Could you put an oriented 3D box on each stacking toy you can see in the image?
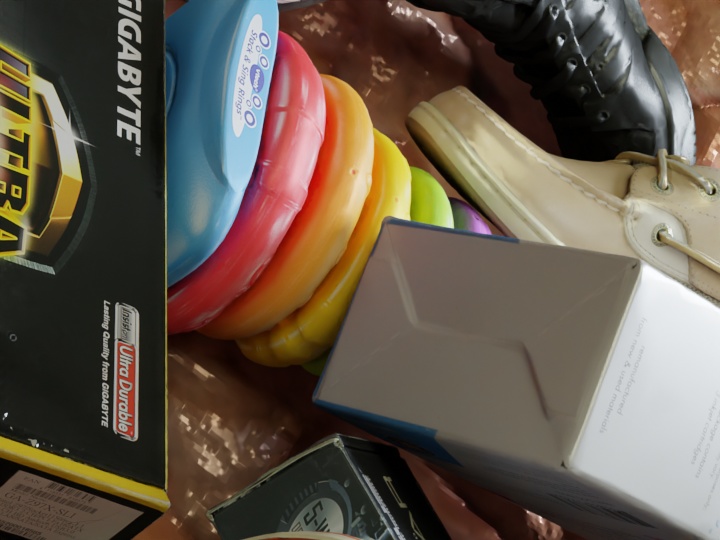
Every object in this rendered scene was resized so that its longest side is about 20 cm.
[{"bbox_3d":[0.000,0.000,0.865,0.200,0.110,0.116,30,50,-28],"label":"stacking toy"}]

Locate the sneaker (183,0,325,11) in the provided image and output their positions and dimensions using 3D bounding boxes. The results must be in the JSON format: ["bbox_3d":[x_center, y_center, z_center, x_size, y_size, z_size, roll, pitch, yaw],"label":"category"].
[{"bbox_3d":[-0.062,-0.120,0.850,0.199,0.077,0.079,-6,96,-4],"label":"sneaker"}]

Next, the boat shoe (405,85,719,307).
[{"bbox_3d":[0.102,-0.013,0.913,0.200,0.072,0.065,35,97,-22],"label":"boat shoe"}]

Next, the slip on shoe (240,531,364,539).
[{"bbox_3d":[-0.079,0.115,0.695,0.061,0.199,0.074,-13,86,-62],"label":"slip on shoe"}]

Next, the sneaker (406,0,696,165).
[{"bbox_3d":[0.054,-0.101,0.928,0.104,0.060,0.201,-19,100,-40],"label":"sneaker"}]

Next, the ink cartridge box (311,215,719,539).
[{"bbox_3d":[0.098,0.055,0.828,0.200,0.115,0.068,29,79,-40],"label":"ink cartridge box"}]

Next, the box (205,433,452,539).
[{"bbox_3d":[0.034,0.146,0.768,0.043,0.160,0.200,-31,81,3],"label":"box"}]

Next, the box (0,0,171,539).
[{"bbox_3d":[-0.131,-0.030,0.734,0.159,0.049,0.201,21,47,-28],"label":"box"}]
